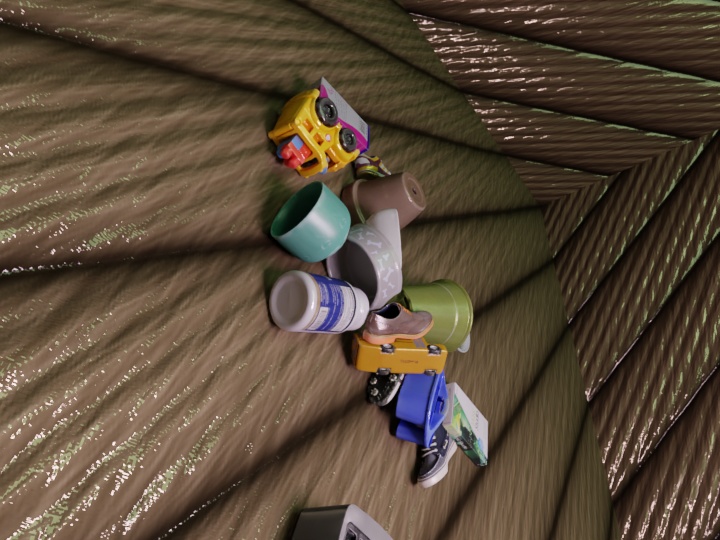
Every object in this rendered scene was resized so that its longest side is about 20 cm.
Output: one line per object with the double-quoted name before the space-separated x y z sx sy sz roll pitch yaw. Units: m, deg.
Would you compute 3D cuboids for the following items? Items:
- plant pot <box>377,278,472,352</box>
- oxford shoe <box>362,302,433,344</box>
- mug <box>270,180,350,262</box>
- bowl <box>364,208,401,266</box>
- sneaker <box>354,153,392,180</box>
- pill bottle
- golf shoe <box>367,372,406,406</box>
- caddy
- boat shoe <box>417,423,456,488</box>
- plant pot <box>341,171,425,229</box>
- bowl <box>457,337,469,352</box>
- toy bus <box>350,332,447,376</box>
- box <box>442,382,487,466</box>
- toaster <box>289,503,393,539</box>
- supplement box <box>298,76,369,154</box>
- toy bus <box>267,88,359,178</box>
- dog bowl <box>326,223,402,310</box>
"plant pot" 0.151 0.111 1.287 0.190 0.200 0.201 10 61 -42
"oxford shoe" 0.094 0.108 1.108 0.200 0.071 0.073 -10 117 -42
"mug" -0.093 -0.104 1.060 0.114 0.152 0.185 43 41 -29
"bowl" 0.036 -0.034 1.215 0.074 0.200 0.200 7 57 -11
"sneaker" 0.057 -0.297 1.507 0.200 0.075 0.090 16 62 -54
"pill bottle" -0.075 0.069 1.007 0.200 0.116 0.116 14 58 -54
"golf shoe" 0.079 0.249 1.167 0.088 0.077 0.200 62 31 -23
"caddy" 0.151 0.308 1.152 0.200 0.105 0.142 -57 149 -54
"boat shoe" 0.164 0.425 1.189 0.093 0.075 0.200 61 22 4
"plant pot" 0.074 -0.181 1.357 0.200 0.174 0.201 36 41 -39
"bowl" 0.236 0.148 1.453 0.201 0.090 0.201 43 37 -44
"toy bus" 0.085 0.183 1.106 0.199 0.065 0.078 4 21 -14
"box" 0.298 0.433 1.414 0.200 0.036 0.144 49 34 -25
"toaster" -0.030 0.484 0.787 0.181 0.118 0.200 53 33 -22
"supplement box" -0.075 -0.395 1.343 0.200 0.103 0.101 39 41 -39
"toy bus" -0.118 -0.292 1.192 0.200 0.135 0.192 49 47 -31
"dog bowl" 0.000 0.000 1.106 0.059 0.200 0.200 -22 88 -37
